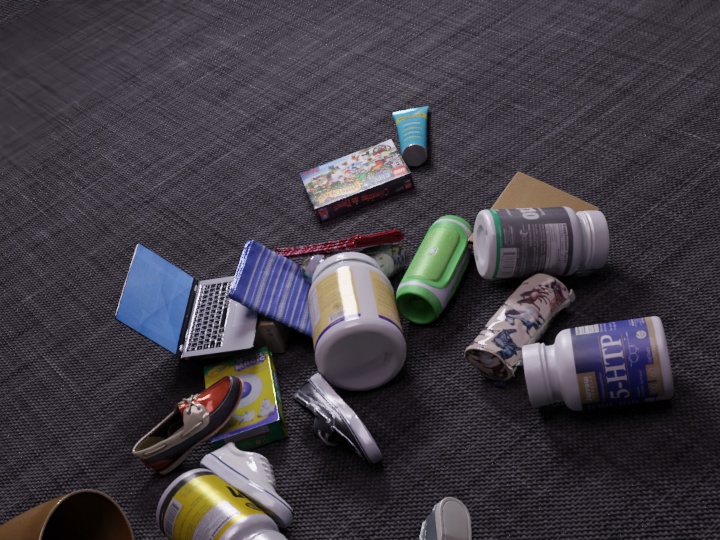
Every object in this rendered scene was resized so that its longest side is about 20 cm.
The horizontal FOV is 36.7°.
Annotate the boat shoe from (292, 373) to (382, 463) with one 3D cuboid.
[{"bbox_3d":[-0.040,0.233,1.633,0.068,0.072,0.200,-37,46,-9],"label":"boat shoe"}]

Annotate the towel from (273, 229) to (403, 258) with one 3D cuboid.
[{"bbox_3d":[-0.040,-0.045,1.910,0.200,0.023,0.144,-8,1,38],"label":"towel"}]

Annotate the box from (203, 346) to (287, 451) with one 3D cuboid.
[{"bbox_3d":[-0.188,0.201,1.750,0.117,0.048,0.200,-19,37,1],"label":"box"}]

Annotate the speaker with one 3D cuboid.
[{"bbox_3d":[0.128,-0.003,1.837,0.088,0.089,0.200,5,44,26],"label":"speaker"}]

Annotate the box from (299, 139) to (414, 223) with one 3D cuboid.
[{"bbox_3d":[-0.009,-0.178,2.136,0.200,0.038,0.137,-21,38,-3],"label":"box"}]

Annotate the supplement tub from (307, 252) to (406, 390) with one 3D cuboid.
[{"bbox_3d":[-0.010,0.078,1.745,0.145,0.146,0.200,-16,38,4],"label":"supplement tub"}]

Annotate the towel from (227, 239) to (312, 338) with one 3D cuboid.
[{"bbox_3d":[-0.119,0.036,1.840,0.200,0.024,0.145,25,42,-11],"label":"towel"}]

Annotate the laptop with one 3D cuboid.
[{"bbox_3d":[-0.277,0.041,1.804,0.200,0.116,0.187,-9,41,11],"label":"laptop"}]

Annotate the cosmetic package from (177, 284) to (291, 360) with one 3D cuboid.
[{"bbox_3d":[-0.223,0.090,1.876,0.200,0.073,0.104,-5,41,15],"label":"cosmetic package"}]

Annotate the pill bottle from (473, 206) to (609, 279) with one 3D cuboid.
[{"bbox_3d":[0.291,-0.046,1.753,0.199,0.113,0.113,-2,38,-8],"label":"pill bottle"}]

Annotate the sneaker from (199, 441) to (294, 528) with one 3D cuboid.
[{"bbox_3d":[-0.157,0.305,1.592,0.071,0.073,0.200,-42,44,-22],"label":"sneaker"}]

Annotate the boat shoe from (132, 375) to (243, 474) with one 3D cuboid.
[{"bbox_3d":[-0.264,0.231,1.676,0.200,0.063,0.071,-43,33,6],"label":"boat shoe"}]

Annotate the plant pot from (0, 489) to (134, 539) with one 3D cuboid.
[{"bbox_3d":[-0.451,0.411,1.520,0.200,0.187,0.187,-13,37,29],"label":"plant pot"}]

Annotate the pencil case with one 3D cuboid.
[{"bbox_3d":[0.251,0.087,1.686,0.089,0.078,0.200,26,56,30],"label":"pencil case"}]

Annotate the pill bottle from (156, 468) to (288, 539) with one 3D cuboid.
[{"bbox_3d":[-0.183,0.367,1.496,0.114,0.114,0.200,-39,43,-24],"label":"pill bottle"}]

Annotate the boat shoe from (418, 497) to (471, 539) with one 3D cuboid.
[{"bbox_3d":[0.104,0.395,1.409,0.062,0.073,0.200,-45,27,43],"label":"boat shoe"}]

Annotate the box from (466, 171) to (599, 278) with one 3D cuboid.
[{"bbox_3d":[0.299,-0.074,1.864,0.163,0.021,0.200,27,53,16],"label":"box"}]

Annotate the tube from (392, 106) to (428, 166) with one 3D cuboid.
[{"bbox_3d":[0.107,-0.282,2.214,0.077,0.050,0.200,-6,34,3],"label":"tube"}]

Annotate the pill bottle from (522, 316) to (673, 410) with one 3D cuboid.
[{"bbox_3d":[0.339,0.138,1.556,0.200,0.120,0.120,-10,39,11],"label":"pill bottle"}]

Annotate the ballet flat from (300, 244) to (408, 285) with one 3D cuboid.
[{"bbox_3d":[0.000,0.000,1.865,0.200,0.072,0.072,-8,35,-21],"label":"ballet flat"}]
